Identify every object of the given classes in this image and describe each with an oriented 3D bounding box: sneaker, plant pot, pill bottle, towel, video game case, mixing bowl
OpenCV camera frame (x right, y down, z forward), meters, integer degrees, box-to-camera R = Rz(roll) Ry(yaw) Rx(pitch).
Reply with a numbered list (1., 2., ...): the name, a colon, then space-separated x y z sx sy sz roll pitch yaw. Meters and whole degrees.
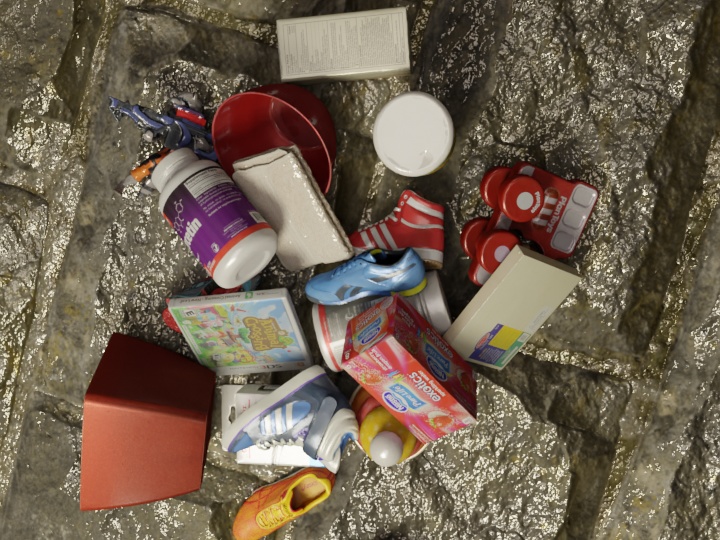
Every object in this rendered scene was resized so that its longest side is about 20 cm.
1. sneaker: -0.232 0.047 1.393 0.198 0.096 0.080 -20 104 34
2. plant pot: -0.319 0.237 1.354 0.173 0.201 0.203 7 113 -5
3. pill bottle: 0.035 0.073 1.342 0.197 0.114 0.116 -18 94 8
4. pill bottle: 0.082 -0.193 1.264 0.111 0.200 0.115 1 96 7
5. sneaker: -0.130 0.375 1.415 0.199 0.077 0.073 -37 92 11
6. towel: -0.102 -0.088 1.304 0.131 0.035 0.202 -10 121 38
7. video game case: -0.178 0.100 1.348 0.179 0.201 0.022 -5 52 7
8. sneaker: -0.098 0.254 1.314 0.199 0.081 0.147 -36 74 2
9. mixing bowl: -0.111 -0.202 1.313 0.197 0.109 0.202 17 135 17
10. pill bottle: -0.217 -0.080 1.283 0.112 0.112 0.200 -44 76 9
11. sneaker: 0.039 -0.065 1.350 0.197 0.071 0.115 4 79 23
12. sneaker: 0.000 0.000 1.293 0.197 0.066 0.079 -7 127 26

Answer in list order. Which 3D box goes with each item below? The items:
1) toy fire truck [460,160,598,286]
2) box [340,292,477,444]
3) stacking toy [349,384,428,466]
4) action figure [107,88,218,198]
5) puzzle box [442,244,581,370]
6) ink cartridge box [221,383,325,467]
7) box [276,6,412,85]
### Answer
1. toy fire truck: 0.252 -0.057 1.313 0.165 0.112 0.203 19 99 -14
2. box: 0.073 0.143 1.255 0.099 0.096 0.200 -29 119 28
3. stacking toy: 0.040 0.241 1.316 0.143 0.200 0.149 1 96 7
4. action figure: -0.313 -0.198 1.365 0.198 0.105 0.195 28 94 -22
5. puzzle box: 0.218 0.060 1.298 0.132 0.026 0.201 18 121 -36
6. ink cartridge box: -0.135 0.246 1.404 0.196 0.068 0.118 0 95 7
7. box: -0.022 -0.335 1.323 0.196 0.078 0.097 -2 96 7
